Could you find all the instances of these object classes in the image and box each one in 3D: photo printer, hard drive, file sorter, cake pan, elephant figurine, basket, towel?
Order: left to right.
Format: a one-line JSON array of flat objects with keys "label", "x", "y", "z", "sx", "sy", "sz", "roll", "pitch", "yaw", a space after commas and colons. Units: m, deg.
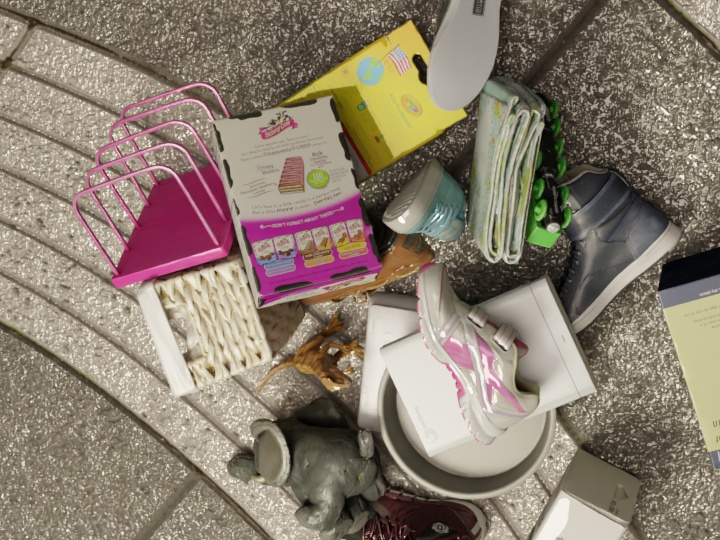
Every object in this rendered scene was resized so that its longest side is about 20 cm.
[{"label": "file sorter", "x": -0.215, "y": -0.103, "z": 1.514, "sx": 0.138, "sy": 0.200, "sz": 0.126, "roll": -16, "pitch": 122, "yaw": 18}, {"label": "basket", "x": -0.151, "y": 0.042, "z": 1.552, "sx": 0.123, "sy": 0.200, "sz": 0.136, "roll": -17, "pitch": 100, "yaw": 13}, {"label": "elephant figurine", "x": -0.075, "y": 0.215, "z": 1.601, "sx": 0.200, "sy": 0.141, "sz": 0.155, "roll": 35, "pitch": 86, "yaw": 30}, {"label": "photo printer", "x": 0.103, "y": 0.118, "z": 1.566, "sx": 0.199, "sy": 0.069, "sz": 0.167, "roll": 8, "pitch": 104, "yaw": 13}, {"label": "cake pan", "x": 0.118, "y": 0.152, "z": 1.512, "sx": 0.199, "sy": 0.037, "sz": 0.201, "roll": 3, "pitch": 102, "yaw": 14}, {"label": "hard drive", "x": 0.136, "y": 0.104, "z": 1.465, "sx": 0.199, "sy": 0.027, "sz": 0.132, "roll": -24, "pitch": 94, "yaw": 18}, {"label": "towel", "x": 0.146, "y": -0.110, "z": 1.433, "sx": 0.048, "sy": 0.200, "sz": 0.172, "roll": 8, "pitch": 105, "yaw": -4}]

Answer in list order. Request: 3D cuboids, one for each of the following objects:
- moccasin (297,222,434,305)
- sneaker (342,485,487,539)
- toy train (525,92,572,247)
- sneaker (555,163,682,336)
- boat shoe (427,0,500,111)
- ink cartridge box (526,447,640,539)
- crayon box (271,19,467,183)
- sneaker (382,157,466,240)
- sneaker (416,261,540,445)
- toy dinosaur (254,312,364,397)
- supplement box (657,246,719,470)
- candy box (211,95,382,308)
[{"label": "moccasin", "x": 0.000, "y": -0.001, "z": 1.549, "sx": 0.078, "sy": 0.074, "sz": 0.201, "roll": 36, "pitch": 136, "yaw": -30}, {"label": "sneaker", "x": 0.043, "y": 0.307, "z": 1.604, "sx": 0.199, "sy": 0.116, "sz": 0.076, "roll": 0, "pitch": 103, "yaw": 15}, {"label": "toy train", "x": 0.189, "y": -0.108, "z": 1.438, "sx": 0.042, "sy": 0.201, "sz": 0.056, "roll": 15, "pitch": 136, "yaw": -16}, {"label": "sneaker", "x": 0.226, "y": -0.022, "z": 1.487, "sx": 0.146, "sy": 0.077, "sz": 0.202, "roll": 43, "pitch": 101, "yaw": -10}, {"label": "boat shoe", "x": 0.114, "y": -0.268, "z": 1.459, "sx": 0.068, "sy": 0.057, "sz": 0.201, "roll": 14, "pitch": 95, "yaw": -13}, {"label": "ink cartridge box", "x": 0.227, "y": 0.319, "z": 1.541, "sx": 0.083, "sy": 0.147, "sz": 0.201, "roll": 29, "pitch": 108, "yaw": 9}, {"label": "crayon box", "x": 0.011, "y": -0.176, "z": 1.530, "sx": 0.200, "sy": 0.051, "sz": 0.127, "roll": -29, "pitch": 94, "yaw": 20}, {"label": "sneaker", "x": 0.082, "y": -0.067, "z": 1.460, "sx": 0.082, "sy": 0.200, "sz": 0.074, "roll": 43, "pitch": 111, "yaw": -3}, {"label": "sneaker", "x": 0.124, "y": 0.075, "z": 1.412, "sx": 0.088, "sy": 0.081, "sz": 0.201, "roll": -25, "pitch": 101, "yaw": 16}, {"label": "toy dinosaur", "x": -0.059, "y": 0.102, "z": 1.601, "sx": 0.106, "sy": 0.200, "sz": 0.061, "roll": -33, "pitch": 102, "yaw": -23}, {"label": "supplement box", "x": 0.437, "y": 0.073, "z": 1.429, "sx": 0.199, "sy": 0.134, "sz": 0.200, "roll": -17, "pitch": 98, "yaw": 18}, {"label": "candy box", "x": -0.070, "y": -0.073, "z": 1.455, "sx": 0.136, "sy": 0.061, "sz": 0.201, "roll": -13, "pitch": 77, "yaw": -12}]
